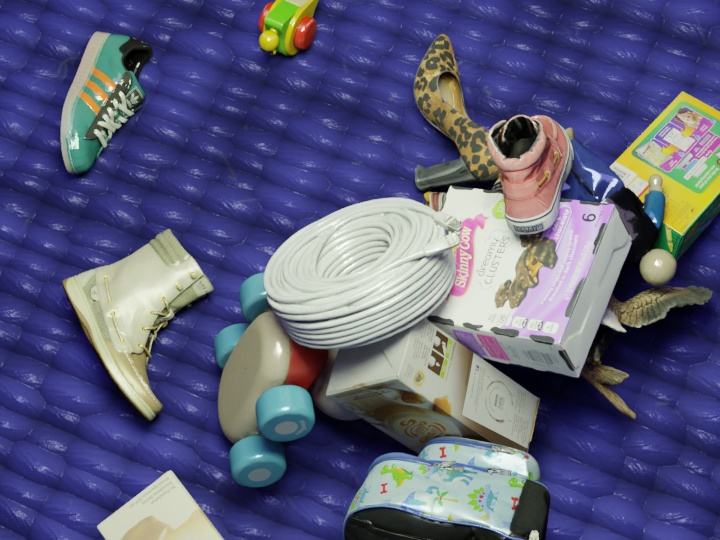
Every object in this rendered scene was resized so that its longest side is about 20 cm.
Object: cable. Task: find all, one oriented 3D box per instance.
[{"bbox_3d":[0.000,0.000,1.539,0.199,0.070,0.200,-31,29,-11],"label":"cable"}]

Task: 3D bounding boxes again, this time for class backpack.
[{"bbox_3d":[0.090,0.265,1.541,0.198,0.184,0.147,10,43,13],"label":"backpack"}]

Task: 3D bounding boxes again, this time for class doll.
[{"bbox_3d":[0.273,-0.066,1.633,0.136,0.049,0.200,-32,70,-16],"label":"doll"}]

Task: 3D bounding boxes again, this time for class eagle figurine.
[{"bbox_3d":[0.279,0.036,1.652,0.150,0.152,0.200,4,48,51],"label":"eagle figurine"}]

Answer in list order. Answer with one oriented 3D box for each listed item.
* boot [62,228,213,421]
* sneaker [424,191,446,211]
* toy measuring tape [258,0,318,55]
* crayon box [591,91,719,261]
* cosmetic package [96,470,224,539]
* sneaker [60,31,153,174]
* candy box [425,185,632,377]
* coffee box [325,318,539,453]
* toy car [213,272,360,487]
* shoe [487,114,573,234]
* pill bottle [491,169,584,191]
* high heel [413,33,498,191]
[{"bbox_3d":[-0.234,0.059,1.719,0.154,0.072,0.201,-28,66,-11],"label":"boot"},{"bbox_3d":[0.063,-0.008,1.729,0.082,0.078,0.200,25,60,19],"label":"sneaker"},{"bbox_3d":[-0.075,-0.327,1.900,0.073,0.074,0.200,23,46,14],"label":"toy measuring tape"},{"bbox_3d":[0.365,-0.108,1.724,0.118,0.058,0.200,34,56,21],"label":"crayon box"},{"bbox_3d":[-0.179,0.324,1.589,0.105,0.071,0.200,-38,68,-13],"label":"cosmetic package"},{"bbox_3d":[-0.310,-0.207,1.846,0.079,0.071,0.201,6,64,12],"label":"sneaker"},{"bbox_3d":[0.157,0.007,1.563,0.199,0.072,0.169,9,62,33],"label":"candy box"},{"bbox_3d":[0.078,0.133,1.574,0.114,0.200,0.080,-17,48,46],"label":"coffee box"},{"bbox_3d":[-0.043,0.126,1.649,0.199,0.177,0.185,7,48,-23],"label":"toy car"},{"bbox_3d":[0.177,-0.129,1.558,0.071,0.092,0.201,-6,34,16],"label":"shoe"},{"bbox_3d":[0.180,-0.032,1.703,0.112,0.113,0.201,23,69,14],"label":"pill bottle"},{"bbox_3d":[0.132,-0.196,1.772,0.142,0.071,0.202,-9,71,42],"label":"high heel"}]
